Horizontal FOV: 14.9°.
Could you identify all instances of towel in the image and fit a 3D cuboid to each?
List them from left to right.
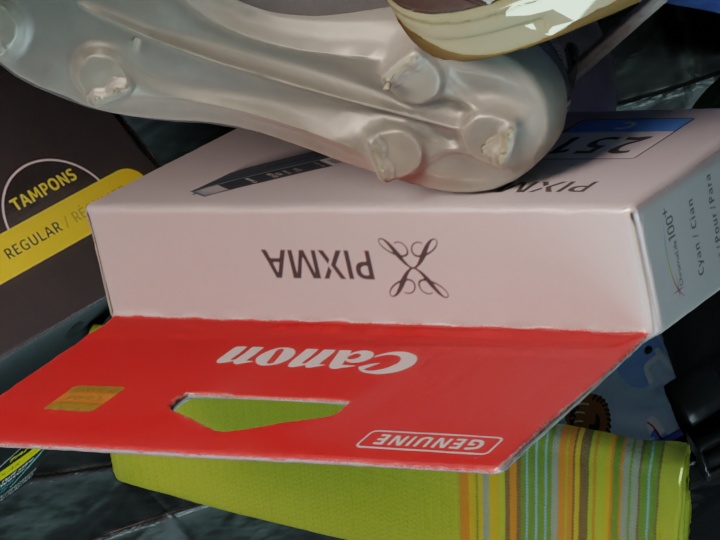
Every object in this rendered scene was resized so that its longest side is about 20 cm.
[{"bbox_3d":[0.010,0.062,0.899,0.200,0.018,0.086,12,141,12],"label":"towel"}]

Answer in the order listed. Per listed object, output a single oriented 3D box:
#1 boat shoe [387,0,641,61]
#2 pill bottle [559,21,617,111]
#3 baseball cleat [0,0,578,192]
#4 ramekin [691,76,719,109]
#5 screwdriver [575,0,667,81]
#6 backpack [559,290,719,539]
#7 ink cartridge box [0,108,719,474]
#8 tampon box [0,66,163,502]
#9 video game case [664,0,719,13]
[{"bbox_3d":[0.086,-0.119,0.702,0.201,0.072,0.066,-24,146,19],"label":"boat shoe"},{"bbox_3d":[0.006,-0.033,1.046,0.111,0.111,0.200,-4,154,-29],"label":"pill bottle"},{"bbox_3d":[-0.034,-0.079,0.804,0.200,0.106,0.070,23,118,1],"label":"baseball cleat"},{"bbox_3d":[0.235,-0.036,1.104,0.200,0.200,0.098,-5,148,-28],"label":"ramekin"},{"bbox_3d":[0.108,-0.094,0.777,0.028,0.029,0.200,16,134,-34],"label":"screwdriver"},{"bbox_3d":[0.109,0.048,0.992,0.200,0.154,0.190,9,139,-42],"label":"backpack"},{"bbox_3d":[0.000,0.000,0.807,0.200,0.045,0.176,0,-159,35],"label":"ink cartridge box"},{"bbox_3d":[-0.172,0.018,0.953,0.150,0.126,0.200,-33,170,-37],"label":"tampon box"},{"bbox_3d":[0.096,-0.153,0.758,0.200,0.045,0.181,7,138,-26],"label":"video game case"}]
